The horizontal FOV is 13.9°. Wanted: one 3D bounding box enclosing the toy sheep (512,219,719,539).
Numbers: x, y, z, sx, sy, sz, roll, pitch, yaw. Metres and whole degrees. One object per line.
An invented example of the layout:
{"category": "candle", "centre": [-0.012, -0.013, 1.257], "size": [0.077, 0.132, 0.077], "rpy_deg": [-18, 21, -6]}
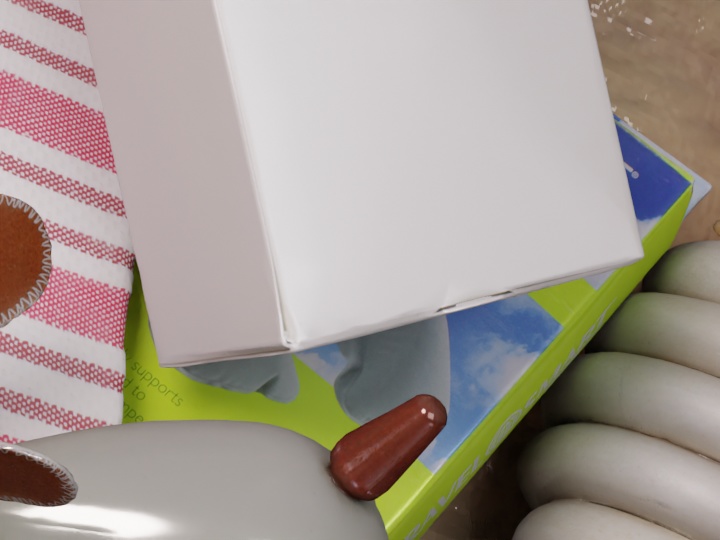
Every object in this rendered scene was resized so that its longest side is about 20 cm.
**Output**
{"category": "toy sheep", "centre": [0.108, 0.068, 0.864], "size": [0.138, 0.138, 0.201], "rpy_deg": [34, 70, -24]}

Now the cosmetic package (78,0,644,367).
{"category": "cosmetic package", "centre": [-0.011, -0.085, 0.738], "size": [0.107, 0.085, 0.201], "rpy_deg": [-11, 91, -28]}

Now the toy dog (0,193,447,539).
{"category": "toy dog", "centre": [-0.061, 0.041, 0.655], "size": [0.199, 0.132, 0.097], "rpy_deg": [14, 121, -36]}

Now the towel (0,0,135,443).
{"category": "towel", "centre": [-0.123, -0.025, 0.748], "size": [0.146, 0.030, 0.201], "rpy_deg": [23, 50, -28]}

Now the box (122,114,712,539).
{"category": "box", "centre": [0.000, 0.000, 0.823], "size": [0.122, 0.048, 0.200], "rpy_deg": [38, 66, 11]}
